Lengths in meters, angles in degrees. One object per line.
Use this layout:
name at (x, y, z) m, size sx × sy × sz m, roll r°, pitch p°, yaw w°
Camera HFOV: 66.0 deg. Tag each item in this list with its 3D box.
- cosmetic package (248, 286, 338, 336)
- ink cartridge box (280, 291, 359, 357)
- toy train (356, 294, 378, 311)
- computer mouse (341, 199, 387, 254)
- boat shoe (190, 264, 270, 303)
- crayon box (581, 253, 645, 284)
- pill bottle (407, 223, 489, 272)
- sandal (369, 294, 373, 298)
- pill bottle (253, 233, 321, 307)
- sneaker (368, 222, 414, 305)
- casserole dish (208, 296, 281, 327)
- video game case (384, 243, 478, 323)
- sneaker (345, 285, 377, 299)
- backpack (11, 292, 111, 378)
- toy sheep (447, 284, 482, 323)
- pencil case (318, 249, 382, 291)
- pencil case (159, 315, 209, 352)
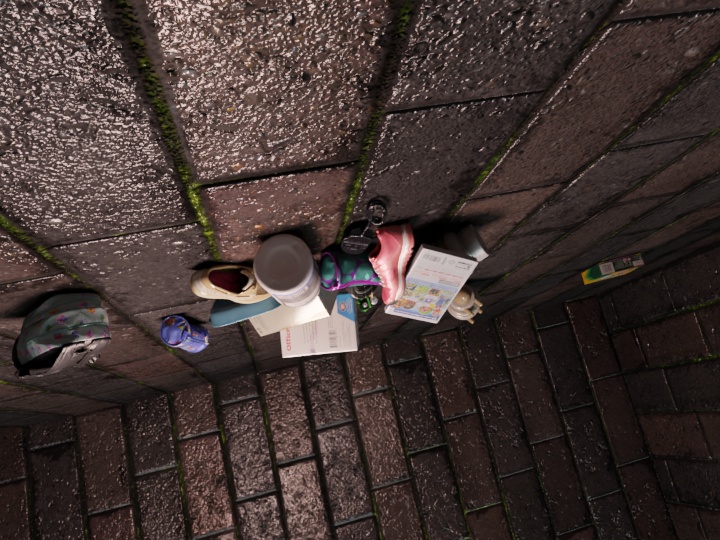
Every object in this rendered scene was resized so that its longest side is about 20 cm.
cosmetic package at (-0.158, 0.076, 1.306) m, size 0.197 × 0.072 × 0.106 m, roll -16°, pitch -150°, yaw 24°
ink cartridge box at (-0.107, 0.137, 1.458) m, size 0.195 × 0.151 × 0.145 m, roll -5°, pitch 179°, yaw 2°
toy train at (0.015, 0.078, 1.569) m, size 0.055 × 0.043 × 0.200 m, roll -18°, pitch -174°, yaw -4°
computer mouse at (0.006, -0.086, 1.059) m, size 0.057 × 0.035 × 0.200 m, roll 8°, pitch 154°, yaw -16°
boat shoe at (-0.245, 0.026, 1.140) m, size 0.197 × 0.075 × 0.069 m, roll 0°, pitch 167°, yaw -43°
crayon box at (1.080, -0.005, 2.379) m, size 0.196 × 0.060 × 0.173 m, roll -13°, pitch 166°, yaw -4°
pill bottle at (0.195, -0.018, 1.293) m, size 0.198 × 0.114 × 0.112 m, roll -34°, pitch 160°, yaw 20°
sandal at (0.034, 0.036, 1.466) m, size 0.207 × 0.071 × 0.078 m, roll -11°, pitch 166°, yaw -14°
pill bottle at (-0.137, 0.010, 1.101) m, size 0.111 × 0.116 × 0.200 m, roll -13°, pitch 167°, yaw -1°
sneaker at (0.055, -0.015, 1.182) m, size 0.085 × 0.074 × 0.203 m, roll 1°, pitch 125°, yaw -11°
casserole dish at (-0.260, 0.068, 1.264) m, size 0.196 × 0.039 × 0.122 m, roll -16°, pitch -156°, yaw 5°
video game case at (0.156, 0.034, 1.244) m, size 0.140 × 0.018 × 0.202 m, roll 12°, pitch 128°, yaw -21°
sneaker at (0.045, 0.005, 1.380) m, size 0.196 × 0.078 × 0.090 m, roll -17°, pitch -166°, yaw -20°
backpack at (-0.580, 0.126, 1.089) m, size 0.198 × 0.129 × 0.166 m, roll -26°, pitch 173°, yaw 38°
toy sheep at (0.371, 0.116, 1.990) m, size 0.135 × 0.140 × 0.201 m, roll -14°, pitch 155°, yaw 3°
pencil case at (0.000, 0.000, 1.237) m, size 0.197 × 0.094 × 0.085 m, roll -1°, pitch 149°, yaw -40°
pencil case at (-0.466, 0.174, 1.486) m, size 0.085 × 0.080 × 0.200 m, roll 15°, pitch 167°, yaw 5°
